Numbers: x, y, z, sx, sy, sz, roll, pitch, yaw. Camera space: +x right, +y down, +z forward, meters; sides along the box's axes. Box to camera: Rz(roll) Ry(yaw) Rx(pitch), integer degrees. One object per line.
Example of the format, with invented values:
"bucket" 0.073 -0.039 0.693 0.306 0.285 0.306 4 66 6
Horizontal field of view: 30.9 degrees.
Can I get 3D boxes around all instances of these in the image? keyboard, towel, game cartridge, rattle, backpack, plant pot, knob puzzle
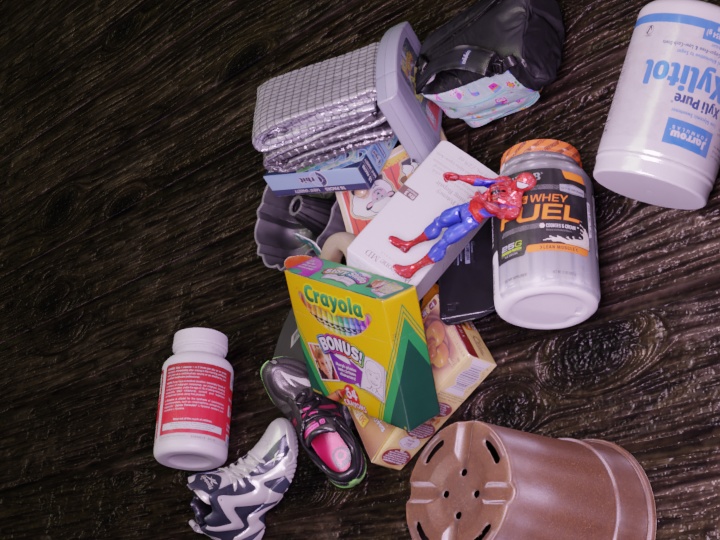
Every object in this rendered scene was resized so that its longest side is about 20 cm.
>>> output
"keyboard" 0.114 -0.013 1.653 0.127 0.021 0.200 -10 48 14
"towel" -0.046 -0.223 1.793 0.199 0.086 0.166 -18 32 13
"game cartridge" 0.066 -0.246 1.752 0.041 0.133 0.200 -23 33 24
"rattle" 0.000 0.000 1.748 0.200 0.142 0.131 17 123 66
"backpack" 0.165 -0.270 1.688 0.200 0.126 0.167 -21 43 44
"plant pot" 0.166 0.252 1.356 0.200 0.198 0.201 -28 52 42
"knob puzzle" 0.060 -0.081 1.754 0.219 0.030 0.220 -11 65 25

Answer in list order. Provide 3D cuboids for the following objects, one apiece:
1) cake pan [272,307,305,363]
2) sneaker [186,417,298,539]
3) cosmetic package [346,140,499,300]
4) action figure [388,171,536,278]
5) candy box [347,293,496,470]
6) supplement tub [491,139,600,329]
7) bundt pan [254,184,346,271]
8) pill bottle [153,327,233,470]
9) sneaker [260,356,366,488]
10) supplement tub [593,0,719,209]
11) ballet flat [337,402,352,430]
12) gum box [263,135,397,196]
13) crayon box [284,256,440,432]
"cake pan" -0.074 0.099 1.829 0.200 0.037 0.201 -55 22 35
"sneaker" -0.176 0.291 1.829 0.079 0.129 0.200 36 101 52
"cosmetic package" 0.081 -0.055 1.619 0.102 0.074 0.200 34 67 15
"action figure" 0.103 -0.067 1.474 0.200 0.099 0.065 -29 53 28
"candy box" 0.073 0.143 1.651 0.200 0.055 0.116 -50 40 22
"supplement tub" 0.213 -0.043 1.512 0.122 0.122 0.201 -27 53 42
"bundt pan" -0.068 -0.085 1.931 0.202 0.076 0.203 -28 52 42
"pill bottle" -0.252 0.196 1.991 0.112 0.112 0.201 -24 54 43
"sneaker" -0.057 0.192 1.700 0.077 0.084 0.200 -38 82 -5
"supplement tub" 0.341 -0.180 1.414 0.132 0.132 0.201 8 79 53
"ballet flat" -0.033 0.148 1.781 0.066 0.057 0.201 -18 58 51
"gum box" -0.023 -0.193 1.850 0.169 0.045 0.200 -1 47 37
"crayon box" 0.000 0.086 1.595 0.200 0.058 0.173 16 125 50
